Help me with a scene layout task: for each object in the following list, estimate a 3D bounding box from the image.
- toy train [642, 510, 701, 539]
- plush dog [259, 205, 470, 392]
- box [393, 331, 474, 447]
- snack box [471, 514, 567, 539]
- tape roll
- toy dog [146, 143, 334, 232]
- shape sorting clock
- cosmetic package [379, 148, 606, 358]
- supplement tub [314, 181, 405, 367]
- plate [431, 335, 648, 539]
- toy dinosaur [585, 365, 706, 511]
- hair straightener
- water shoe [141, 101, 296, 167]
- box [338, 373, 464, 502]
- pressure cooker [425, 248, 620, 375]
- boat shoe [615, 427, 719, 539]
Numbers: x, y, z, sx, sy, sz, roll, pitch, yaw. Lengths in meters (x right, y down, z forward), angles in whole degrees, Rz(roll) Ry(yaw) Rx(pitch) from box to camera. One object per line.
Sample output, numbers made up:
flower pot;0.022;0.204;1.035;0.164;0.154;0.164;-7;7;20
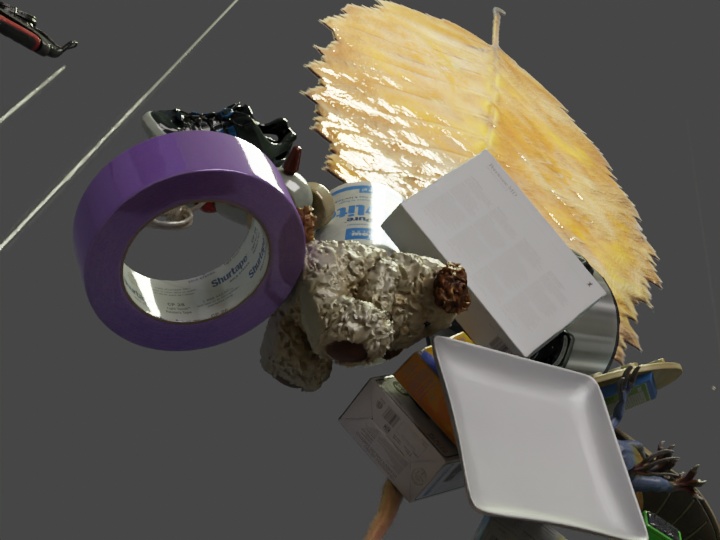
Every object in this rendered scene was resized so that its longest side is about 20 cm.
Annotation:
toy train;0.364;0.321;1.741;0.200;0.056;0.042;32;23;-10
plush dog;0.011;0.025;1.551;0.171;0.200;0.161;5;73;-25
box;0.132;0.152;1.594;0.200;0.041;0.119;46;25;13
snack box;0.193;0.303;1.552;0.200;0.037;0.116;38;23;4
tape roll;-0.153;-0.024;1.469;0.200;0.200;0.066;21;27;-33
toy dog;-0.124;-0.094;1.688;0.199;0.097;0.132;8;20;6
shape sorting clock;0.248;0.133;1.767;0.200;0.200;0.039;2;63;-54
cosmetic package;0.137;-0.011;1.682;0.151;0.052;0.200;-33;81;-39
supplement tub;0.000;0.000;1.735;0.132;0.132;0.200;31;22;-13
plate;0.160;0.163;1.529;0.200;0.032;0.200;15;41;-28
toy dinosaur;0.264;0.205;1.675;0.181;0.200;0.105;8;32;-31
hair straightener;-0.405;-0.295;1.832;0.200;0.041;0.077;23;27;-30
water shoe;-0.162;-0.165;1.885;0.200;0.079;0.072;12;33;-45
box;0.082;0.158;1.640;0.117;0.060;0.200;47;25;21
pressure cooker;0.171;0.059;1.814;0.200;0.176;0.179;9;59;-47
boat shoe;0.327;0.242;1.817;0.200;0.072;0.068;48;9;18
